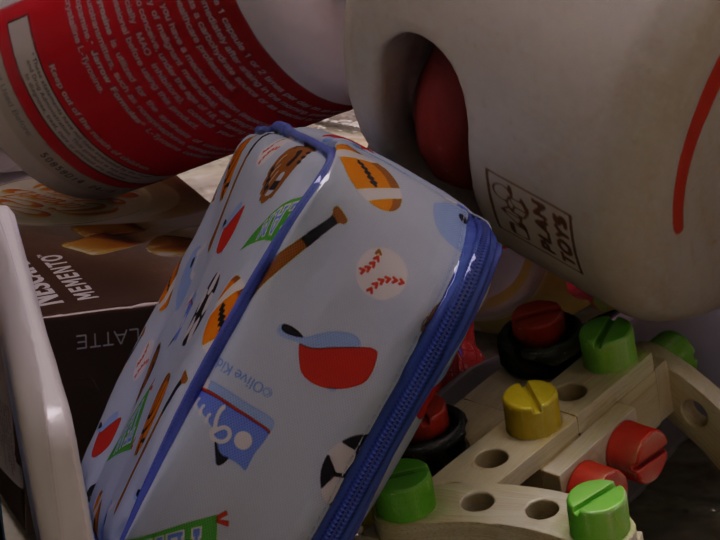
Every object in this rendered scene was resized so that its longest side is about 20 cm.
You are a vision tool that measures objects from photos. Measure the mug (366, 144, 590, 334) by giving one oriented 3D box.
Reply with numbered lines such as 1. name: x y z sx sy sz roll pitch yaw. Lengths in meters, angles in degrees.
1. mug: 0.092 -0.047 1.147 0.186 0.150 0.153 3 24 32

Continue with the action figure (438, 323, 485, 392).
1. action figure: 0.000 0.000 1.021 0.065 0.100 0.200 -7 12 -15

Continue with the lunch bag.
1. lunch bag: -0.030 0.038 0.828 0.075 0.161 0.200 27 -1 -8

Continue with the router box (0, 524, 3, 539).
1. router box: -0.175 0.032 0.846 0.051 0.150 0.200 -15 23 -28

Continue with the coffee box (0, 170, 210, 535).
1. coffee box: -0.100 0.022 1.021 0.114 0.080 0.200 -8 18 -18

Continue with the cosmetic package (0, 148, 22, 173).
1. cosmetic package: -0.178 -0.092 1.187 0.199 0.124 0.199 -13 -7 -44

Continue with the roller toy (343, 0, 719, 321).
1. roller toy: 0.097 -0.082 0.870 0.139 0.201 0.182 33 22 29

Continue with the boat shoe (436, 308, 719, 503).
1. boat shoe: 0.076 0.055 0.962 0.200 0.069 0.057 -25 -5 -41

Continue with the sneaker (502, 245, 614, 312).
1. sneaker: 0.123 -0.016 1.055 0.199 0.090 0.078 25 41 -30

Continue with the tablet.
1. tablet: -0.090 0.067 0.794 0.014 0.131 0.200 -11 19 -8

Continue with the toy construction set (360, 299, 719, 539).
1. toy construction set: 0.077 0.071 0.838 0.131 0.093 0.199 15 23 39

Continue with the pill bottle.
1. pill bottle: -0.044 -0.103 0.989 0.199 0.113 0.112 -18 4 37
